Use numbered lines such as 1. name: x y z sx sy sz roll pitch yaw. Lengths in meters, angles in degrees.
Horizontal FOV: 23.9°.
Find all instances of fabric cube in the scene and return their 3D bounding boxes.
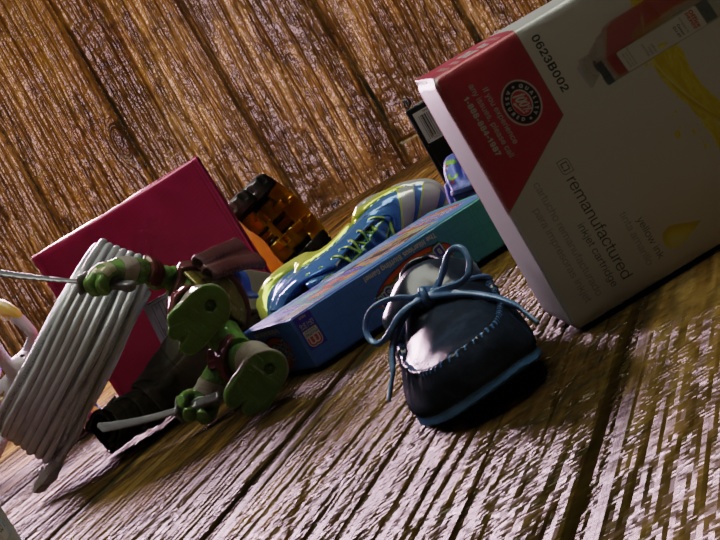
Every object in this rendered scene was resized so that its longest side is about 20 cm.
1. fabric cube: -0.208 0.011 1.832 0.199 0.196 0.200 -33 6 -1

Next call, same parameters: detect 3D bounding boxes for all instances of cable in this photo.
1. cable: -0.244 0.068 1.474 0.200 0.069 0.200 -60 6 33

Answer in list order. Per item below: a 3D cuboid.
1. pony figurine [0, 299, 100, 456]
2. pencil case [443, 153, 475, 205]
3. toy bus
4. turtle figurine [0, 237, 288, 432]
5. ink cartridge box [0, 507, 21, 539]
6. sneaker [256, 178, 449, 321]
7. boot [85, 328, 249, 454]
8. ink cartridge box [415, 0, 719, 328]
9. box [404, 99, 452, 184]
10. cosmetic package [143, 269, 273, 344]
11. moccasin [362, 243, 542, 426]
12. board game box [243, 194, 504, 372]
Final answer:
1. pony figurine: -0.376 0.131 1.867 0.167 0.200 0.193 -43 -4 -39
2. pencil case: 0.155 -0.097 1.374 0.200 0.078 0.087 -29 -18 36
3. toy bus: -0.154 -0.011 2.213 0.192 0.136 0.200 -43 3 19
4. turtle figurine: -0.145 0.059 1.255 0.200 0.144 0.194 -12 12 -19
5. ink cartridge box: -0.323 0.237 1.138 0.160 0.047 0.200 -30 10 8
6. sneaker: 0.000 0.000 1.471 0.200 0.076 0.105 -37 16 7
7. boot: -0.165 0.095 1.433 0.131 0.068 0.200 -37 -9 -26
8. ink cartridge box: 0.151 -0.085 0.859 0.200 0.145 0.083 -31 5 -2
9. box: 0.159 -0.166 1.797 0.148 0.124 0.200 -27 5 22
10. cosmetic package: -0.126 0.040 1.614 0.082 0.051 0.200 -28 -10 13
11. moccasin: 0.037 0.029 0.851 0.080 0.068 0.200 -31 5 -4
12. board game box: 0.014 0.011 1.335 0.200 0.045 0.152 -33 5 -18
